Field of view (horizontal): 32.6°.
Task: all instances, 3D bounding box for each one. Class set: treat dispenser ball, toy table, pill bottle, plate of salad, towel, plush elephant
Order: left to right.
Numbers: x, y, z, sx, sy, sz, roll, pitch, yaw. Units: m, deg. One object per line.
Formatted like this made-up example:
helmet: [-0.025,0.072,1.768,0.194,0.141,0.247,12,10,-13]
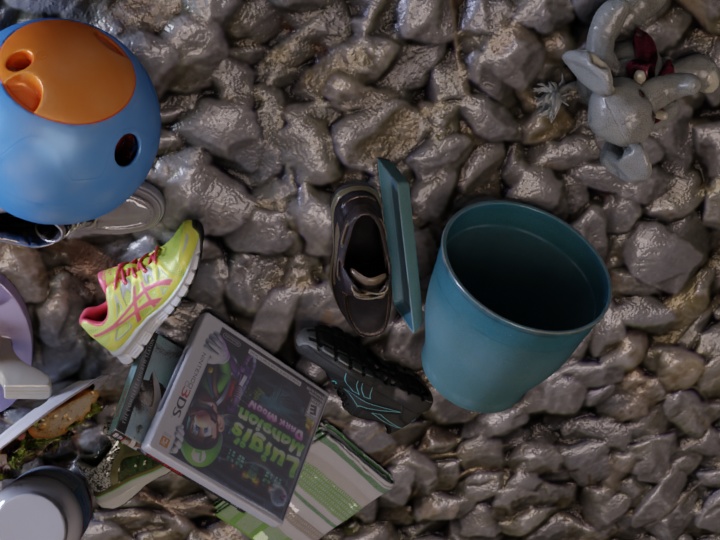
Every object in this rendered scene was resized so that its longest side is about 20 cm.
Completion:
toy table: [-0.438,0.107,1.392,0.183,0.117,0.201,-9,121,-3]
pill bottle: [-0.378,0.293,1.453,0.108,0.200,0.109,0,87,-7]
plate of salad: [-0.364,0.188,1.411,0.200,0.200,0.048,-39,89,15]
treat dispenser ball: [-0.297,-0.146,1.207,0.200,0.201,0.202,-4,122,-6]
towel: [-0.073,0.297,1.610,0.200,0.031,0.149,-39,118,15]
plush elephant: [0.285,-0.191,1.292,0.199,0.155,0.165,-28,121,8]

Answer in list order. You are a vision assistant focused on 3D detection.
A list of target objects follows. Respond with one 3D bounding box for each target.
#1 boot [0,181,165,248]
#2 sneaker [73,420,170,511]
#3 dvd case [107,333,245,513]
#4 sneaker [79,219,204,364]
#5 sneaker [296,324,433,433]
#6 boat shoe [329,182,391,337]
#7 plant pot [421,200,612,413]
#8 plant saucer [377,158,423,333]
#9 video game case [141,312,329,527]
boot: [-0.311,-0.056,1.322,0.199,0.096,0.074,2,121,-10]
sneaker: [-0.273,0.212,1.509,0.200,0.077,0.089,-39,110,13]
dvd case: [-0.193,0.178,1.458,0.200,0.146,0.022,35,136,-24]
sneaker: [-0.248,0.016,1.389,0.090,0.078,0.200,32,110,-17]
sneaker: [-0.004,0.139,1.499,0.200,0.076,0.079,33,114,-24]
boat shoe: [0.000,0.000,1.415,0.074,0.073,0.201,-10,122,-2]
plant pot: [0.159,0.055,1.414,0.199,0.201,0.188,9,135,-13]
plant saucer: [0.047,-0.028,1.409,0.019,0.070,0.201,-16,123,-12]
video game case: [-0.141,0.176,1.453,0.200,0.182,0.023,37,147,-26]
